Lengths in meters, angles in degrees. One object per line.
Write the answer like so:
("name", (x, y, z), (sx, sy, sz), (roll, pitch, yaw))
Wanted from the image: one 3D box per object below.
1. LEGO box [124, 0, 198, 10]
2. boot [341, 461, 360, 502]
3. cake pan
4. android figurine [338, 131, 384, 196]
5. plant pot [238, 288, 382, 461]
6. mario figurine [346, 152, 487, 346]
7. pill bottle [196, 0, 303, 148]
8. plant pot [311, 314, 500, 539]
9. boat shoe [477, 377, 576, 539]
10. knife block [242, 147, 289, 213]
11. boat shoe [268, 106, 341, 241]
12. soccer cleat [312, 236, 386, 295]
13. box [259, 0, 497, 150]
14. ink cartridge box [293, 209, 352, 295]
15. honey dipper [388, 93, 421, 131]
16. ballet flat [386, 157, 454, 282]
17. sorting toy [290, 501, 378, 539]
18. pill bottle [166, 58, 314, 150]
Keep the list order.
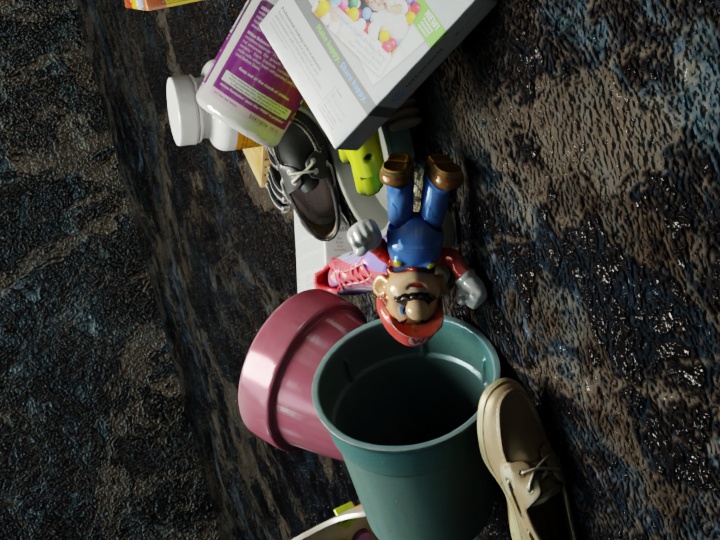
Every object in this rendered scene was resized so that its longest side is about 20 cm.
("LEGO box", (-0.200, -0.391, 1.513), (0.149, 0.197, 0.079), (-149, 46, -64))
("boot", (0.015, 0.238, 1.624), (0.162, 0.072, 0.202), (-136, 36, -66))
("cake pan", (0.012, -0.141, 1.356), (0.200, 0.036, 0.204), (164, 91, -72))
("android figurine", (-0.018, -0.179, 1.228), (0.183, 0.040, 0.202), (-115, 7, -45))
("plant pot", (-0.020, 0.147, 1.442), (0.177, 0.199, 0.203), (24, 134, 32))
("mario figurine", (0.059, -0.008, 1.185), (0.122, 0.106, 0.203), (19, 124, 29))
("pill bottle", (-0.093, -0.250, 1.329), (0.202, 0.111, 0.112), (-59, 33, 7))
("plant pot", (0.062, 0.187, 1.271), (0.201, 0.198, 0.199), (50, 158, 50))
("boat shoe", (0.170, 0.199, 1.143), (0.064, 0.071, 0.203), (12, 124, 62))
("knife block", (-0.115, -0.150, 1.632), (0.200, 0.063, 0.179), (141, 123, -69))
("boat shoe", (-0.067, -0.116, 1.451), (0.202, 0.073, 0.061), (74, -178, -48))
("soccer cleat", (0.000, 0.000, 1.446), (0.200, 0.075, 0.068), (163, 90, -72))
("box", (0.011, -0.235, 1.083), (0.200, 0.041, 0.157), (-42, 69, 29))
("ink cartridge box", (-0.051, -0.065, 1.626), (0.162, 0.049, 0.204), (167, 104, -72))
("honey dipper", (0.023, -0.249, 1.246), (0.038, 0.037, 0.204), (152, 105, -71))
("ballet flat", (0.066, -0.025, 1.272), (0.075, 0.068, 0.202), (29, 137, 29))
("sorting toy", (-0.029, 0.419, 1.718), (0.107, 0.177, 0.203), (-140, 38, -58))
("pill bottle", (-0.134, -0.208, 1.455), (0.111, 0.196, 0.113), (170, 90, -73))
